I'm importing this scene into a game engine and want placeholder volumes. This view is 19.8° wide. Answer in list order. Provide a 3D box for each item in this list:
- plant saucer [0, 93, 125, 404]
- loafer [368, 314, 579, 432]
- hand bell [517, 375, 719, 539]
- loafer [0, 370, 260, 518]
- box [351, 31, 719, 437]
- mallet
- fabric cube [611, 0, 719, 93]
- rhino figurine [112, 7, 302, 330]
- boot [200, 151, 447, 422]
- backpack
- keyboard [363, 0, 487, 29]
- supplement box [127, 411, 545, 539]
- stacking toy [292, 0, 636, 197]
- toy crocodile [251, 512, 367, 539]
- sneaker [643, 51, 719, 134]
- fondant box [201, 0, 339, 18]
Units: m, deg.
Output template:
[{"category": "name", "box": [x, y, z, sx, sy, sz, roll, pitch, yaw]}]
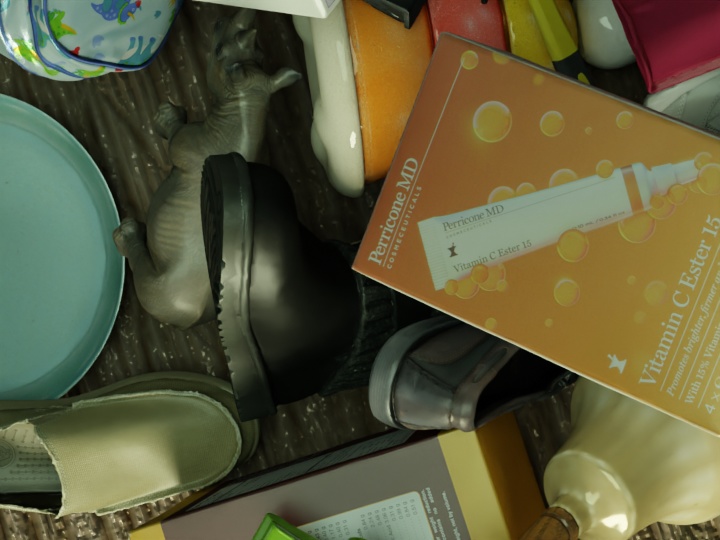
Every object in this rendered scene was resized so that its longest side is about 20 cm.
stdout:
[{"category": "plant saucer", "box": [-0.231, -0.007, 1.229, 0.200, 0.027, 0.201, 1, 94, 11]}, {"category": "loafer", "box": [0.089, 0.045, 1.080, 0.063, 0.200, 0.072, 19, 117, 37]}, {"category": "hand bell", "box": [0.093, 0.132, 1.020, 0.104, 0.200, 0.104, 25, 132, 30]}, {"category": "loafer", "box": [-0.156, 0.108, 1.185, 0.199, 0.067, 0.076, -9, 110, 5]}, {"category": "box", "box": [0.118, -0.018, 0.977, 0.200, 0.097, 0.125, 24, 98, 24]}, {"category": "mallet", "box": [0.094, -0.113, 1.056, 0.066, 0.041, 0.200, -26, 107, -22]}, {"category": "fabric cube", "box": [0.187, -0.237, 1.006, 0.196, 0.200, 0.200, -21, 69, 9]}, {"category": "rhino figurine", "box": [-0.082, -0.059, 1.143, 0.060, 0.087, 0.200, 9, 111, -28]}, {"category": "boot", "box": [0.000, -0.002, 1.087, 0.157, 0.211, 0.080, -11, 60, -4]}, {"category": "backpack", "box": [-0.152, -0.205, 1.135, 0.154, 0.163, 0.200, 44, 107, 22]}, {"category": "keyboard", "box": [0.046, -0.215, 1.089, 0.104, 0.040, 0.200, 28, 57, -2]}, {"category": "supplement box", "box": [0.009, 0.196, 1.136, 0.200, 0.133, 0.198, -18, 90, 13]}, {"category": "stacking toy", "box": [0.067, -0.124, 1.120, 0.199, 0.146, 0.147, -9, 92, -3]}, {"category": "toy crocodile", "box": [0.028, 0.186, 1.038, 0.200, 0.062, 0.068, 27, 98, 13]}, {"category": "sneaker", "box": [0.217, -0.088, 1.102, 0.200, 0.075, 0.082, -33, 85, 11]}, {"category": "fondant box", "box": [-0.032, -0.221, 1.057, 0.144, 0.058, 0.200, 13, 55, 34]}]
